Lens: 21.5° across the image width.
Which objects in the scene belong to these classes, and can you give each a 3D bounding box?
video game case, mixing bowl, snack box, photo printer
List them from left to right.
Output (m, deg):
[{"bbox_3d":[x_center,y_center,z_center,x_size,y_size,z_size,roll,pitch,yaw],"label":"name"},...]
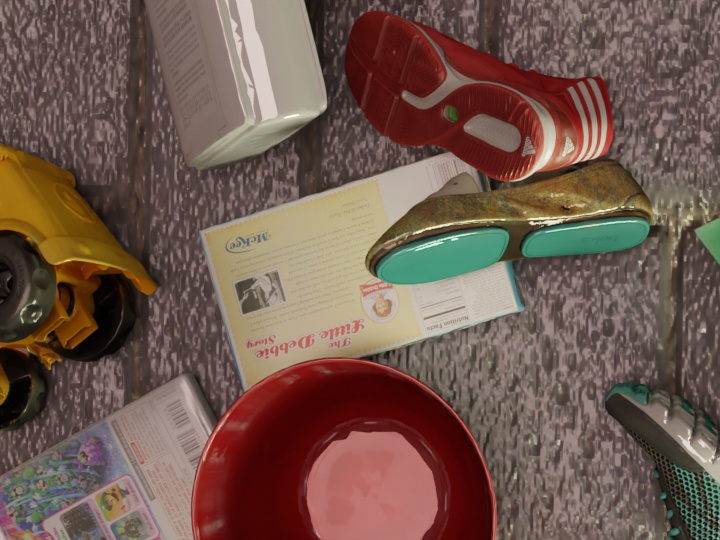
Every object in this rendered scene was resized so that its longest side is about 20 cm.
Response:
[{"bbox_3d":[-0.151,0.201,1.329,0.182,0.024,0.201,-29,85,12],"label":"video game case"},{"bbox_3d":[-0.093,-0.179,1.246,0.069,0.166,0.201,-13,86,-21],"label":"photo printer"},{"bbox_3d":[0.000,0.154,1.250,0.199,0.108,0.201,0,91,13],"label":"mixing bowl"},{"bbox_3d":[0.000,0.000,1.285,0.199,0.037,0.117,-17,86,12],"label":"snack box"}]

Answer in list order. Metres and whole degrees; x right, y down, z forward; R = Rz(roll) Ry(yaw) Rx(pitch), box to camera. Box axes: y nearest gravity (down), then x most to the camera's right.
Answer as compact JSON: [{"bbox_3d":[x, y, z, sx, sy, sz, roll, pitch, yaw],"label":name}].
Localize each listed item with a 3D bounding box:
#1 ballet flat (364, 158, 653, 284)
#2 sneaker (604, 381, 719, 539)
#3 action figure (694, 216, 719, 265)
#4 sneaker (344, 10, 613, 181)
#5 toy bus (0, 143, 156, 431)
[{"bbox_3d":[0.091,-0.036,1.222,0.199,0.071,0.071,-9,88,-16],"label":"ballet flat"},{"bbox_3d":[0.223,0.157,1.219,0.200,0.078,0.091,44,103,11],"label":"sneaker"},{"bbox_3d":[0.306,0.043,1.207,0.118,0.055,0.201,-23,81,10],"label":"action figure"},{"bbox_3d":[0.084,-0.113,1.257,0.200,0.115,0.079,40,121,40],"label":"sneaker"},{"bbox_3d":[-0.274,0.000,1.310,0.200,0.136,0.192,-40,69,13],"label":"toy bus"}]
